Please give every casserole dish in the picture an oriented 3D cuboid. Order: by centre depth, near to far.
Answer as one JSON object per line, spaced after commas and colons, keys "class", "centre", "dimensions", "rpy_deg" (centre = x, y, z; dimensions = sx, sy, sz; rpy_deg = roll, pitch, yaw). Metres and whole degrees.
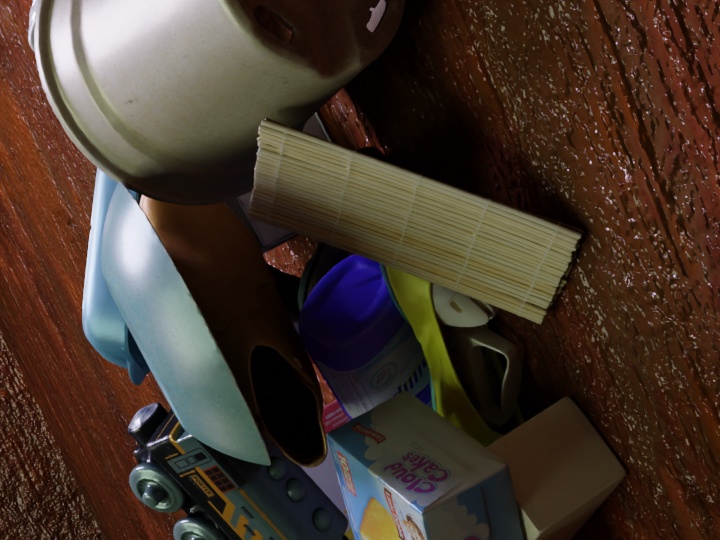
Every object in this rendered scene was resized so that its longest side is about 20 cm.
{"class": "casserole dish", "centre": [-0.170, -0.018, 1.001], "dimensions": [0.121, 0.038, 0.202], "rpy_deg": [86, -172, -76]}

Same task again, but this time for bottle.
{"class": "bottle", "centre": [0.020, 0.074, 0.975], "dimensions": [0.065, 0.084, 0.201], "rpy_deg": [28, 158, 34]}

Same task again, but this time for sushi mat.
{"class": "sushi mat", "centre": [0.028, -0.027, 0.810], "dimensions": [0.198, 0.012, 0.096], "rpy_deg": [20, 144, 6]}

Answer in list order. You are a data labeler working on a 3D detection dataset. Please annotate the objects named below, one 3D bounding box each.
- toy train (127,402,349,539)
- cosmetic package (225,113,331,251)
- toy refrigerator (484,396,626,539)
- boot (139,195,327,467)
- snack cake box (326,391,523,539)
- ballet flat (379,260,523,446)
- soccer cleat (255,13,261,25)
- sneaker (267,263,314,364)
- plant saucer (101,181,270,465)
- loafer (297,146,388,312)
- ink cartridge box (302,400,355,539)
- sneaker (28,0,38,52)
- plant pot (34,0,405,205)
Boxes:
{"class": "toy train", "centre": [-0.083, 0.169, 1.000], "dimensions": [0.113, 0.085, 0.201], "rpy_deg": [-25, 111, 41]}
{"class": "cosmetic package", "centre": [-0.089, -0.063, 1.076], "dimensions": [0.104, 0.087, 0.200], "rpy_deg": [64, 159, -3]}
{"class": "toy refrigerator", "centre": [0.104, 0.164, 0.930], "dimensions": [0.070, 0.075, 0.201], "rpy_deg": [53, 157, 20]}
{"class": "boot", "centre": [-0.079, 0.029, 0.911], "dimensions": [0.202, 0.070, 0.144], "rpy_deg": [60, 175, -13]}
{"class": "snack cake box", "centre": [0.053, 0.193, 0.885], "dimensions": [0.115, 0.067, 0.202], "rpy_deg": [33, 143, 54]}
{"class": "ballet flat", "centre": [0.068, 0.036, 0.896], "dimensions": [0.067, 0.067, 0.202], "rpy_deg": [8, 129, 37]}
{"class": "soccer cleat", "centre": [-0.124, -0.183, 1.063], "dimensions": [0.200, 0.068, 0.073], "rpy_deg": [35, 166, 46]}
{"class": "sneaker", "centre": [-0.089, 0.057, 1.091], "dimensions": [0.072, 0.112, 0.200], "rpy_deg": [62, -170, 23]}
{"class": "plant saucer", "centre": [-0.120, 0.042, 0.858], "dimensions": [0.202, 0.038, 0.201], "rpy_deg": [59, 168, 20]}
{"class": "loafer", "centre": [0.000, 0.000, 0.982], "dimensions": [0.063, 0.072, 0.201], "rpy_deg": [44, 150, 24]}
{"class": "ink cartridge box", "centre": [0.002, 0.218, 1.125], "dimensions": [0.200, 0.144, 0.084], "rpy_deg": [50, 154, 26]}
{"class": "sneaker", "centre": [-0.172, -0.210, 1.019], "dimensions": [0.199, 0.101, 0.075], "rpy_deg": [-13, 143, 38]}
{"class": "plant pot", "centre": [-0.073, -0.157, 0.831], "dimensions": [0.183, 0.200, 0.202], "rpy_deg": [-17, 100, 56]}
